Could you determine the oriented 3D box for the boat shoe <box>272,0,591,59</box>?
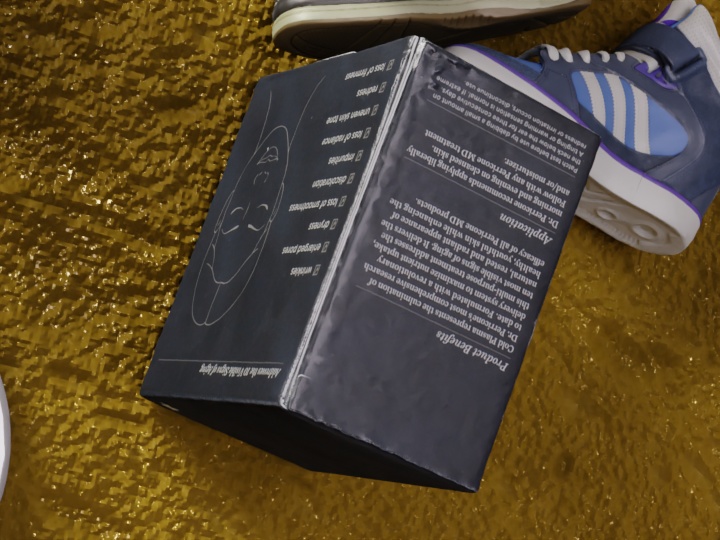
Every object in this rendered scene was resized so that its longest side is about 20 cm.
[{"bbox_3d":[0.036,-0.163,1.216,0.200,0.073,0.065,-9,81,-29],"label":"boat shoe"}]

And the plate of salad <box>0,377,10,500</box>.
[{"bbox_3d":[-0.271,0.088,1.069,0.200,0.048,0.200,0,89,-25],"label":"plate of salad"}]

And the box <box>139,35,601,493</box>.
[{"bbox_3d":[0.000,0.000,1.115,0.124,0.200,0.197,27,78,-23],"label":"box"}]

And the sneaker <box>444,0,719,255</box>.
[{"bbox_3d":[0.143,-0.116,1.261,0.200,0.081,0.147,33,67,-17],"label":"sneaker"}]
